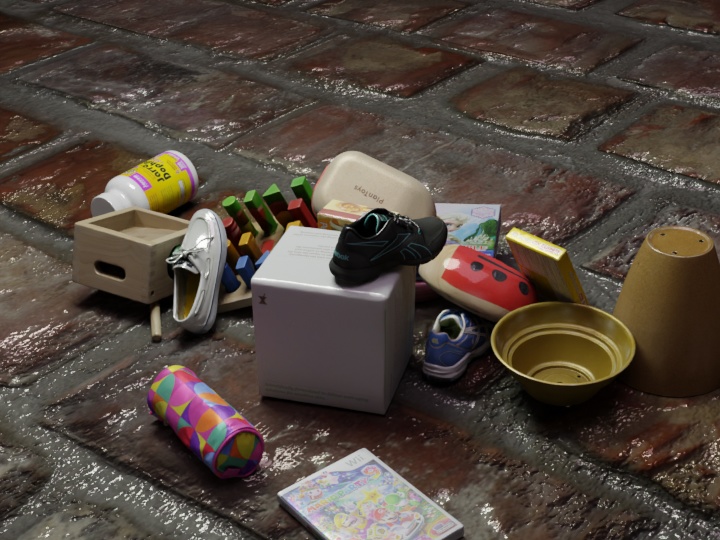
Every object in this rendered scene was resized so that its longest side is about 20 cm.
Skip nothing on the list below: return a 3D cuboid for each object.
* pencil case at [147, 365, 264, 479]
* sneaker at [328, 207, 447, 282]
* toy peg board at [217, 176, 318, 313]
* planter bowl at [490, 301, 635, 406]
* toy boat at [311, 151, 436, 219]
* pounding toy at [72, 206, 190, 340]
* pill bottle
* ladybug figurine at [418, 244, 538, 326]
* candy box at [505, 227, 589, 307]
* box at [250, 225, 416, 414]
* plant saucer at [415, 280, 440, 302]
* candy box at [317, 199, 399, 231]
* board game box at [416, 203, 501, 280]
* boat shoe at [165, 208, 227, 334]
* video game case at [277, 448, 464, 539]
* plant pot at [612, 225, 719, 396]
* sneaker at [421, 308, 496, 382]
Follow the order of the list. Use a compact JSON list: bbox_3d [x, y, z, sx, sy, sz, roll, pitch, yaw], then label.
[{"bbox_3d":[-0.211,0.204,1.591,0.088,0.089,0.200,-22,33,-30],"label":"pencil case"},{"bbox_3d":[0.046,-0.045,1.611,0.199,0.080,0.075,-21,38,-37],"label":"sneaker"},{"bbox_3d":[-0.152,-0.051,1.910,0.199,0.098,0.200,-14,38,24],"label":"toy peg board"},{"bbox_3d":[0.282,0.132,1.667,0.199,0.084,0.201,-1,32,1],"label":"planter bowl"},{"bbox_3d":[0.025,-0.092,1.874,0.199,0.131,0.131,28,78,12],"label":"toy boat"},{"bbox_3d":[-0.352,-0.001,1.930,0.199,0.143,0.184,15,20,24],"label":"pounding toy"},{"bbox_3d":[-0.398,-0.140,2.177,0.104,0.105,0.200,17,36,31],"label":"pill bottle"},{"bbox_3d":[0.185,0.020,1.774,0.199,0.072,0.136,26,17,8],"label":"ladybug figurine"},{"bbox_3d":[0.288,0.021,1.760,0.102,0.200,0.026,25,67,40],"label":"candy box"},{"bbox_3d":[-0.034,0.068,1.691,0.198,0.201,0.171,8,30,14],"label":"box"},{"bbox_3d":[0.083,-0.006,1.960,0.199,0.051,0.201,-2,29,1],"label":"plant saucer"},{"bbox_3d":[0.000,0.000,1.805,0.115,0.201,0.055,12,33,23],"label":"candy box"},{"bbox_3d":[0.126,-0.049,1.938,0.199,0.041,0.200,2,30,9],"label":"board game box"},{"bbox_3d":[-0.265,-0.008,1.846,0.074,0.203,0.086,-2,-18,27],"label":"boat shoe"},{"bbox_3d":[0.010,0.301,1.464,0.143,0.018,0.200,-23,36,-31],"label":"video game case"},{"bbox_3d":[0.449,0.046,1.691,0.185,0.201,0.187,-1,31,1],"label":"plant pot"},{"bbox_3d":[0.155,0.090,1.760,0.075,0.077,0.200,10,29,24],"label":"sneaker"}]
